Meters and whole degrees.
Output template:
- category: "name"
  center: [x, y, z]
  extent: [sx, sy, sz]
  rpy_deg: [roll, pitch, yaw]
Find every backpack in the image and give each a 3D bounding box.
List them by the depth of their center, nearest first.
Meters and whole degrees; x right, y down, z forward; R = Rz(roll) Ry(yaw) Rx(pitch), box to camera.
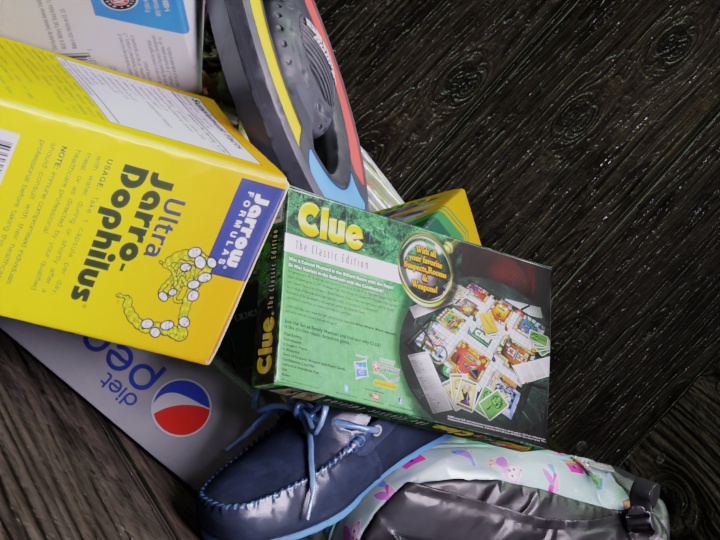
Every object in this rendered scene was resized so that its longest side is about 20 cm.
- category: "backpack"
  center: [0.059, 0.163, 1.479]
  extent: [0.199, 0.168, 0.127]
  rpy_deg: [18, 8, -31]

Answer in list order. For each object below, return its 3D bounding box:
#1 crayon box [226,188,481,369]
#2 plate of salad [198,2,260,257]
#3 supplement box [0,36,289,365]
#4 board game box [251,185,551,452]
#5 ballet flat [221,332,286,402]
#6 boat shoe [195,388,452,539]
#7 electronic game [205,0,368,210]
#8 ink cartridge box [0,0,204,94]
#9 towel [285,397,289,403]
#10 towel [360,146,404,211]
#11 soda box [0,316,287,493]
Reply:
- category: "crayon box"
  center: [0.000, 0.000, 1.511]
  extent: [0.200, 0.125, 0.052]
  rpy_deg: [-41, 115, -77]
- category: "plate of salad"
  center: [-0.073, -0.105, 1.477]
  extent: [0.200, 0.048, 0.201]
  rpy_deg: [31, 55, -58]
- category: "supplement box"
  center: [-0.157, -0.042, 1.293]
  extent: [0.199, 0.110, 0.109]
  rpy_deg: [15, 18, -31]
- category: "board game box"
  center: [0.026, 0.028, 1.366]
  extent: [0.199, 0.105, 0.023]
  rpy_deg: [17, -17, -41]
- category: "ballet flat"
  center: [-0.098, 0.057, 1.616]
  extent: [0.200, 0.067, 0.062]
  rpy_deg: [46, 1, 37]
- category: "boat shoe"
  center: [-0.018, 0.079, 1.388]
  extent: [0.084, 0.200, 0.069]
  rpy_deg: [15, -57, 33]
- category: "electronic game"
  center: [-0.037, -0.110, 1.409]
  extent: [0.200, 0.041, 0.201]
  rpy_deg: [-19, 90, -79]
- category: "ink cartridge box"
  center: [-0.185, -0.154, 1.330]
  extent: [0.146, 0.199, 0.085]
  rpy_deg: [84, 5, -67]
- category: "towel"
  center: [-0.094, 0.020, 1.662]
  extent: [0.200, 0.030, 0.147]
  rpy_deg: [32, -34, 50]
- category: "towel"
  center: [-0.029, 0.021, 1.758]
  extent: [0.171, 0.200, 0.048]
  rpy_deg: [51, 32, -3]
- category: "soda box"
  center: [-0.127, 0.045, 1.434]
  extent: [0.200, 0.063, 0.068]
  rpy_deg: [41, 5, -16]
